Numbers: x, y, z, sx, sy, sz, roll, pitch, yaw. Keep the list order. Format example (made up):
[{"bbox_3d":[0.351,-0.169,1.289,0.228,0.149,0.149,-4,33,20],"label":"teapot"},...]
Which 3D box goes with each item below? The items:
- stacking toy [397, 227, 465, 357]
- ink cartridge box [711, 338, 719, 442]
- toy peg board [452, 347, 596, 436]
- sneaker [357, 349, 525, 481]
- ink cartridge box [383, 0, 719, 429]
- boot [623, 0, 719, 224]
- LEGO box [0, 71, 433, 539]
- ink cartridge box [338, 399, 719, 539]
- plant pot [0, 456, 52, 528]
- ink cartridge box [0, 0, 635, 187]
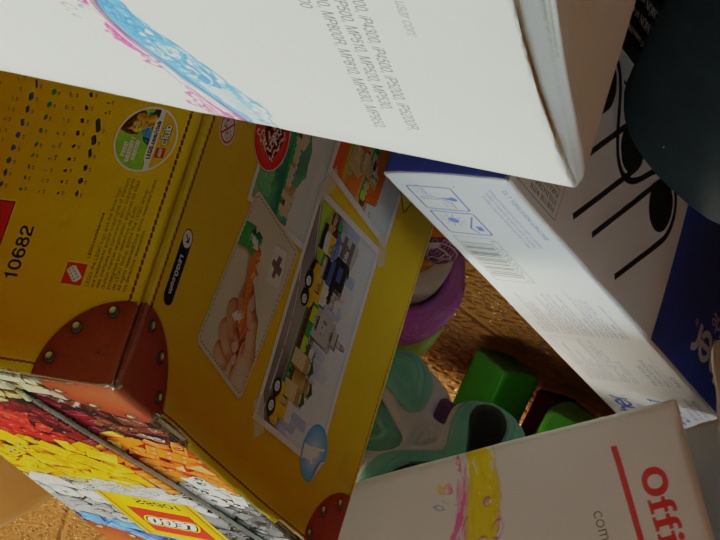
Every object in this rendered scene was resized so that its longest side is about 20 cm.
[{"bbox_3d":[0.000,0.000,1.040,0.116,0.110,0.200,25,149,-20],"label":"stacking toy"},{"bbox_3d":[0.214,0.061,0.813,0.199,0.147,0.083,-20,145,29],"label":"ink cartridge box"},{"bbox_3d":[0.126,0.125,1.200,0.199,0.098,0.200,16,-163,-40],"label":"toy peg board"},{"bbox_3d":[0.011,0.094,0.985,0.200,0.078,0.140,46,155,31],"label":"sneaker"},{"bbox_3d":[0.079,-0.026,0.869,0.044,0.094,0.200,5,157,31],"label":"ink cartridge box"},{"bbox_3d":[0.169,-0.049,0.741,0.199,0.077,0.168,22,159,11],"label":"boot"},{"bbox_3d":[-0.039,-0.034,0.790,0.077,0.201,0.149,8,159,26],"label":"LEGO box"},{"bbox_3d":[0.054,0.112,0.854,0.199,0.118,0.067,-15,168,-3],"label":"ink cartridge box"},{"bbox_3d":[-0.184,-0.014,1.017,0.199,0.201,0.140,11,148,19],"label":"plant pot"},{"bbox_3d":[-0.032,-0.125,0.606,0.199,0.146,0.145,13,161,16],"label":"ink cartridge box"}]
